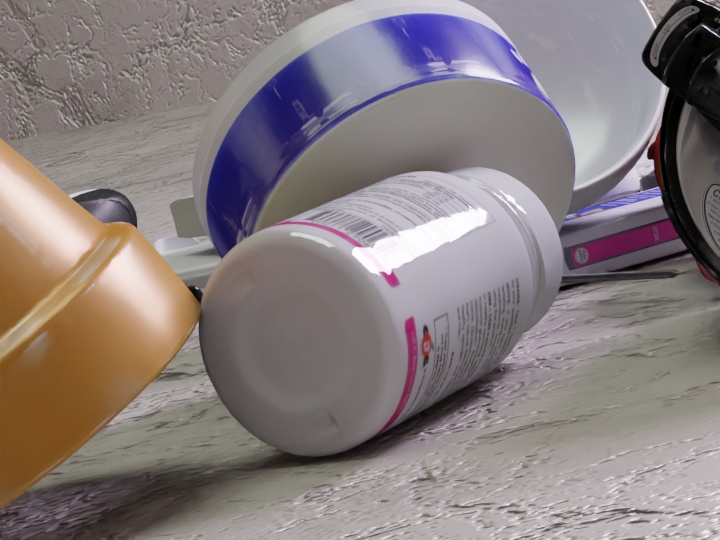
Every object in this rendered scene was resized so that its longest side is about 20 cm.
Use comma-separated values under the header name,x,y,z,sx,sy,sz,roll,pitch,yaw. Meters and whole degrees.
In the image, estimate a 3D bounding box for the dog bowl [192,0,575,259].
name,x,y,z,sx,sy,sz,roll,pitch,yaw
dog bowl,0.014,-0.049,1.562,0.200,0.200,0.079,-15,46,-18

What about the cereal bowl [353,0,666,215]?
name,x,y,z,sx,sy,sz,roll,pitch,yaw
cereal bowl,0.084,-0.110,1.751,0.200,0.200,0.083,-15,-26,-14

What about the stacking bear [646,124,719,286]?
name,x,y,z,sx,sy,sz,roll,pitch,yaw
stacking bear,0.220,-0.061,1.640,0.121,0.114,0.200,-14,6,-6

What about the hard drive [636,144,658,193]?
name,x,y,z,sx,sy,sz,roll,pitch,yaw
hard drive,0.152,-0.055,1.997,0.200,0.038,0.140,-8,9,41

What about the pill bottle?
name,x,y,z,sx,sy,sz,roll,pitch,yaw
pill bottle,0.017,0.014,1.428,0.113,0.114,0.200,-8,8,32

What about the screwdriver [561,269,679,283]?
name,x,y,z,sx,sy,sz,roll,pitch,yaw
screwdriver,0.118,0.006,1.653,0.029,0.028,0.200,19,-14,-40

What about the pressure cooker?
name,x,y,z,sx,sy,sz,roll,pitch,yaw
pressure cooker,0.235,-0.068,1.414,0.176,0.179,0.200,-8,8,13

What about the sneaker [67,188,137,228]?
name,x,y,z,sx,sy,sz,roll,pitch,yaw
sneaker,-0.208,0.010,1.931,0.088,0.076,0.200,-7,27,49

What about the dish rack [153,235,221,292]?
name,x,y,z,sx,sy,sz,roll,pitch,yaw
dish rack,-0.083,-0.006,2.019,0.200,0.044,0.172,-11,7,11

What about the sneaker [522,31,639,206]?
name,x,y,z,sx,sy,sz,roll,pitch,yaw
sneaker,0.095,-0.096,1.885,0.081,0.147,0.200,-16,-4,-40

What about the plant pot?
name,x,y,z,sx,sy,sz,roll,pitch,yaw
plant pot,-0.208,0.008,1.344,0.200,0.183,0.200,-36,11,8

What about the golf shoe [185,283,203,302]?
name,x,y,z,sx,sy,sz,roll,pitch,yaw
golf shoe,-0.175,0.011,1.795,0.092,0.073,0.200,-8,-7,26

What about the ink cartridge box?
name,x,y,z,sx,sy,sz,roll,pitch,yaw
ink cartridge box,0.176,-0.029,1.771,0.200,0.037,0.095,-18,8,-19

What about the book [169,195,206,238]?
name,x,y,z,sx,sy,sz,roll,pitch,yaw
book,-0.018,-0.062,2.021,0.200,0.048,0.134,-17,6,-29
